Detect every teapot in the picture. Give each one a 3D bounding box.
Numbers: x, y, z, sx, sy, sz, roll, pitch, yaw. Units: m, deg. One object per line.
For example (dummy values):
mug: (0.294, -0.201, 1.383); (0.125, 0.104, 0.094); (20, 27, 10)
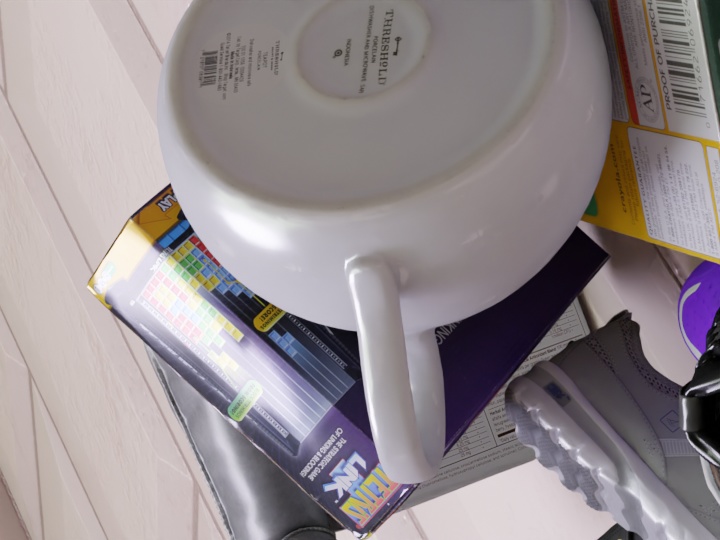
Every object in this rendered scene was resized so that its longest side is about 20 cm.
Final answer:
teapot: (0.018, -0.044, 0.951); (0.197, 0.200, 0.146); (37, 161, 34)

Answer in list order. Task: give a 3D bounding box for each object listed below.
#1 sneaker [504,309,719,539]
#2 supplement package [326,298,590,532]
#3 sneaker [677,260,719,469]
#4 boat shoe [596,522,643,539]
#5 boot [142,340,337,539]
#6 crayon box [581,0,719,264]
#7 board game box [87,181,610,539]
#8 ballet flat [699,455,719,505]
sneaker: (0.157, 0.095, 1.006); (0.200, 0.082, 0.075); (44, 166, 14)
supplement package: (0.012, 0.023, 1.236); (0.201, 0.146, 0.191); (70, 161, 4)
sneaker: (0.158, 0.037, 0.894); (0.200, 0.099, 0.070); (-155, 50, -65)
boat shoe: (0.144, 0.154, 1.125); (0.202, 0.063, 0.074); (108, 141, -60)
boot: (-0.048, 0.097, 1.167); (0.182, 0.072, 0.201); (149, 107, -69)
crayon box: (0.119, -0.081, 0.969); (0.200, 0.051, 0.127); (-157, 52, -66)
board game box: (0.000, 0.000, 1.042); (0.165, 0.200, 0.057); (41, 133, 4)
ballet flat: (0.202, 0.120, 0.922); (0.200, 0.069, 0.070); (44, 148, 49)
